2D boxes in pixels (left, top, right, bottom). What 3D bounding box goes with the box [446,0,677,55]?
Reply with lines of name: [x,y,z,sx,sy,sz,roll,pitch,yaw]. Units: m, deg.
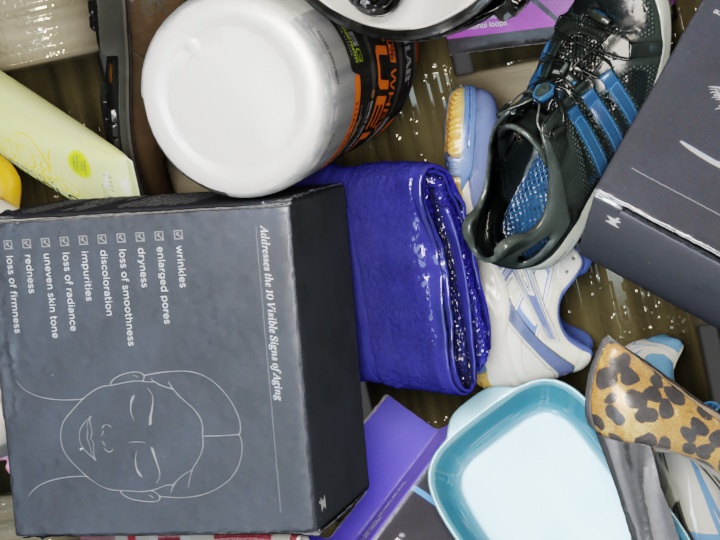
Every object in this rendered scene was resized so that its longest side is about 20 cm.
box: [0.107,-0.239,1.243,0.142,0.036,0.201,-5,105,22]

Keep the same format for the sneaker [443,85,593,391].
sneaker: [0.102,-0.024,1.309,0.088,0.075,0.201,-8,108,6]

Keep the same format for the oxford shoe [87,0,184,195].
oxford shoe: [-0.131,-0.119,1.354,0.084,0.073,0.201,-9,127,-13]

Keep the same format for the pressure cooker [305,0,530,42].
pressure cooker: [0.039,-0.219,1.144,0.175,0.200,0.179,-29,95,29]

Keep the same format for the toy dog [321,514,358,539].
toy dog: [-0.078,0.207,1.386,0.199,0.194,0.140,24,127,5]

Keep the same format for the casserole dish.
casserole dish: [0.130,0.163,1.297,0.121,0.039,0.200,-36,75,0]

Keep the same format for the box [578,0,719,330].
box: [0.233,-0.071,1.157,0.147,0.104,0.201,30,75,10]

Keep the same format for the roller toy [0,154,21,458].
roller toy: [-0.275,0.037,1.376,0.200,0.140,0.183,-40,86,-5]

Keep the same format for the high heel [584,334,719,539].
high heel: [0.235,0.080,1.245,0.199,0.071,0.143,-22,103,-14]

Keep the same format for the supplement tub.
supplement tub: [-0.040,-0.123,1.244,0.122,0.200,0.123,6,107,19]

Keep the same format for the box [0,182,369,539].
box: [-0.109,0.054,1.257,0.195,0.124,0.201,-2,97,17]

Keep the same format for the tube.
tube: [-0.213,-0.087,1.370,0.199,0.058,0.052,32,99,31]

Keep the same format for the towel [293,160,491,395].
towel: [0.000,0.000,1.323,0.199,0.049,0.149,3,106,49]

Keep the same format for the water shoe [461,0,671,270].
water shoe: [0.123,-0.091,1.206,0.071,0.079,0.201,26,105,31]

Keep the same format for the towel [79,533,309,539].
towel: [-0.092,0.227,1.291,0.199,0.023,0.145,-4,104,41]

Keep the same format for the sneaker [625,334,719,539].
sneaker: [0.218,0.133,1.313,0.072,0.072,0.201,-31,105,-6]

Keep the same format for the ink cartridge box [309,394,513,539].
ink cartridge box: [0.049,0.193,1.325,0.200,0.198,0.043,36,143,6]

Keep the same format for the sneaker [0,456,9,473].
sneaker: [-0.238,0.081,1.470,0.200,0.079,0.095,43,106,1]
